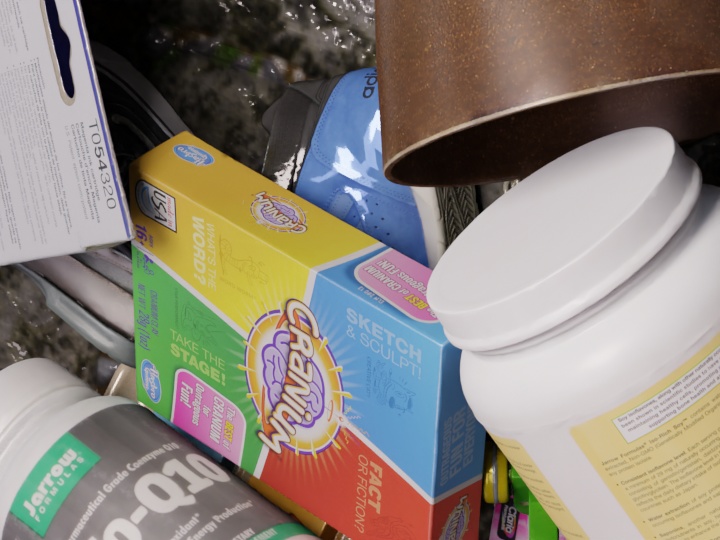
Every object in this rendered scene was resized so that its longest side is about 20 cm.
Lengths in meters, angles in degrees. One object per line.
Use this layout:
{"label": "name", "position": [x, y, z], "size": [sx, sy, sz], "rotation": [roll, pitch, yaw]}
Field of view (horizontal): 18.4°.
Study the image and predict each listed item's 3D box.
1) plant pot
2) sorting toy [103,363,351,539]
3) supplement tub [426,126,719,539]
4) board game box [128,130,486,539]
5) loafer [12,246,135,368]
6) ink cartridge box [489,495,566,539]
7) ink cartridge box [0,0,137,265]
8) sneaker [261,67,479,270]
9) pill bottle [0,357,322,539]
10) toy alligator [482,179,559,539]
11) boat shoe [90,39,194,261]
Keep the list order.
{"label": "plant pot", "position": [0.082, -0.155, 0.958], "size": [0.187, 0.187, 0.200], "rotation": [-17, 80, 36]}
{"label": "sorting toy", "position": [-0.084, 0.160, 1.190], "size": [0.200, 0.036, 0.185], "rotation": [23, 85, 23]}
{"label": "supplement tub", "position": [0.133, 0.055, 0.941], "size": [0.145, 0.145, 0.200], "rotation": [-23, 112, 37]}
{"label": "board game box", "position": [-0.027, 0.041, 1.068], "size": [0.200, 0.040, 0.153], "rotation": [29, 135, 31]}
{"label": "loafer", "position": [-0.174, -0.028, 1.231], "size": [0.200, 0.072, 0.063], "rotation": [39, 105, 10]}
{"label": "ink cartridge box", "position": [0.153, 0.175, 1.093], "size": [0.200, 0.037, 0.095], "rotation": [18, 114, 25]}
{"label": "ink cartridge box", "position": [-0.175, -0.103, 1.112], "size": [0.200, 0.043, 0.197], "rotation": [-7, 96, 49]}
{"label": "sneaker", "position": [0.001, 0.000, 1.106], "size": [0.111, 0.077, 0.200], "rotation": [-1, 101, 28]}
{"label": "pill bottle", "position": [-0.116, 0.135, 1.132], "size": [0.200, 0.113, 0.113], "rotation": [33, 121, 28]}
{"label": "toy alligator", "position": [0.088, 0.051, 1.082], "size": [0.059, 0.054, 0.201], "rotation": [-2, 82, 5]}
{"label": "boat shoe", "position": [-0.131, -0.053, 1.183], "size": [0.200, 0.068, 0.072], "rotation": [44, 124, 13]}
